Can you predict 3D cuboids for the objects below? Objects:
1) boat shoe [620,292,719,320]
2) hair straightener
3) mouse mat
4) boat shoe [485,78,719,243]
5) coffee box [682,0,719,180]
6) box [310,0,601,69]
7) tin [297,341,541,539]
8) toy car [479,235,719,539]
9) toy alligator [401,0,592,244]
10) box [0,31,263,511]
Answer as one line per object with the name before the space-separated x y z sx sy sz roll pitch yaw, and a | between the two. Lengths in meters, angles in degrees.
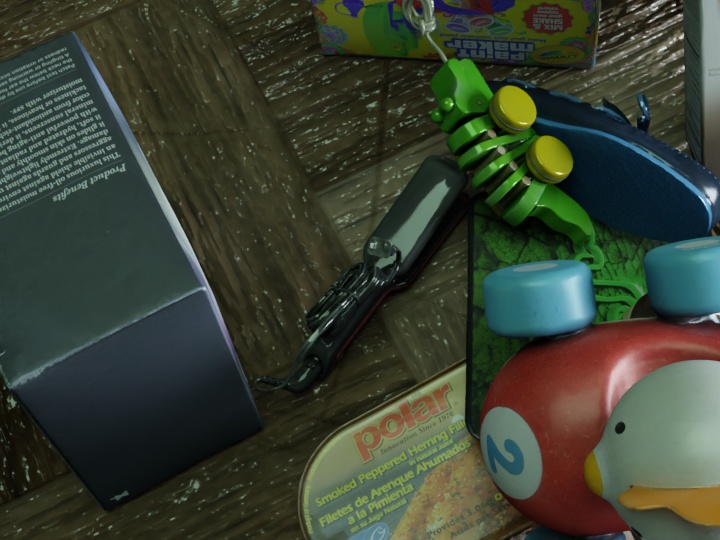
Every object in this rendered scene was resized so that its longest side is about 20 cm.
boat shoe | 0.250 0.006 0.849 0.199 0.072 0.072 -13 55 -19
hair straightener | 0.000 0.000 0.900 0.041 0.077 0.200 37 72 21
mouse mat | 0.145 0.027 0.878 0.160 0.008 0.201 3 51 2
boat shoe | 0.153 -0.088 0.920 0.200 0.084 0.069 32 51 27
coffee box | 0.262 -0.166 0.884 0.114 0.201 0.080 -5 24 6
box | 0.076 -0.259 1.005 0.199 0.122 0.194 4 64 10
tin | 0.057 0.120 0.852 0.199 0.042 0.112 -27 66 -8
toy car | 0.146 0.090 0.705 0.176 0.200 0.185 -8 96 6
toy alligator | 0.072 -0.092 0.900 0.054 0.059 0.200 -30 80 -39
box | -0.161 0.006 0.849 0.123 0.200 0.199 -26 63 -7
